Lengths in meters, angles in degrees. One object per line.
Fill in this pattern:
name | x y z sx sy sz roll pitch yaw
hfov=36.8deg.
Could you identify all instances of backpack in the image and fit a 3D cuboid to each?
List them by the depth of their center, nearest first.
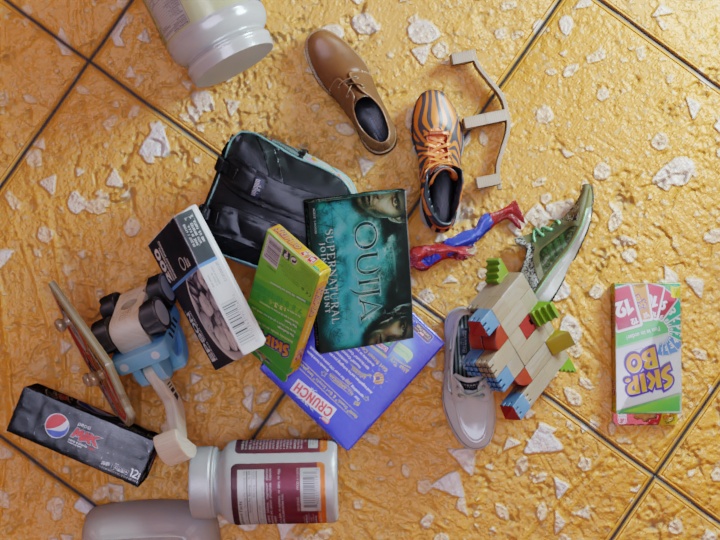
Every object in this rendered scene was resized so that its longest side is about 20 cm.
backpack | -0.101 -0.079 1.459 0.198 0.153 0.177 23 94 6

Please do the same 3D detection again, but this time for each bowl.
bowl | -0.292 0.424 1.491 0.198 0.075 0.202 -1 90 -2

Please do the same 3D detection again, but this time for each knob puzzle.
knob puzzle | -0.357 0.135 1.443 0.030 0.220 0.221 -31 89 -20

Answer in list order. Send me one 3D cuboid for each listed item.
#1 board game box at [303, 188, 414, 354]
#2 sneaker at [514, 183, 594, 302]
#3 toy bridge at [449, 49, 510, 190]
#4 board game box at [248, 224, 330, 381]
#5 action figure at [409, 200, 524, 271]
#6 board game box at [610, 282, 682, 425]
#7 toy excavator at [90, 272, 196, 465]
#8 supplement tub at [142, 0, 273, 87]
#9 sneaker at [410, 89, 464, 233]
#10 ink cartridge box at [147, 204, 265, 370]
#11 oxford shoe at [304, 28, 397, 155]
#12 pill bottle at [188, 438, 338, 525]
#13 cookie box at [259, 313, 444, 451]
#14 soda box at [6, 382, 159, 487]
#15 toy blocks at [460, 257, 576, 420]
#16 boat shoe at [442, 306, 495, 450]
board game box | 0.000 0.000 1.405 0.134 0.028 0.202 -9 105 -16
sneaker | 0.261 -0.039 1.507 0.088 0.077 0.201 27 87 8
toy bridge | 0.177 -0.212 1.527 0.067 0.027 0.202 -12 90 -2
board game box | -0.102 0.047 1.395 0.095 0.030 0.201 40 131 23
action figure | 0.133 -0.034 1.505 0.198 0.065 0.052 -22 85 -2
board game box | 0.403 0.118 1.526 0.094 0.030 0.202 -1 91 0
toy excavator | -0.272 0.134 1.462 0.099 0.195 0.201 -22 118 12
supplement tub | -0.216 -0.367 1.467 0.144 0.145 0.201 -28 90 -1
sneaker | 0.113 -0.154 1.483 0.077 0.112 0.202 -7 89 -1
ink cartridge box | -0.212 0.033 1.436 0.043 0.200 0.199 -27 89 -25
oxford shoe | -0.010 -0.256 1.505 0.071 0.071 0.201 -35 88 1
pill bottle | -0.130 0.288 1.473 0.198 0.114 0.115 -1 89 0
cookie box | -0.013 0.115 1.496 0.171 0.075 0.200 43 89 0
soda box | -0.379 0.225 1.497 0.198 0.063 0.071 23 89 -1
toy blocks | 0.196 0.104 1.456 0.137 0.100 0.201 -45 116 -28
boat shoe | 0.146 0.152 1.501 0.073 0.067 0.202 -11 89 0
